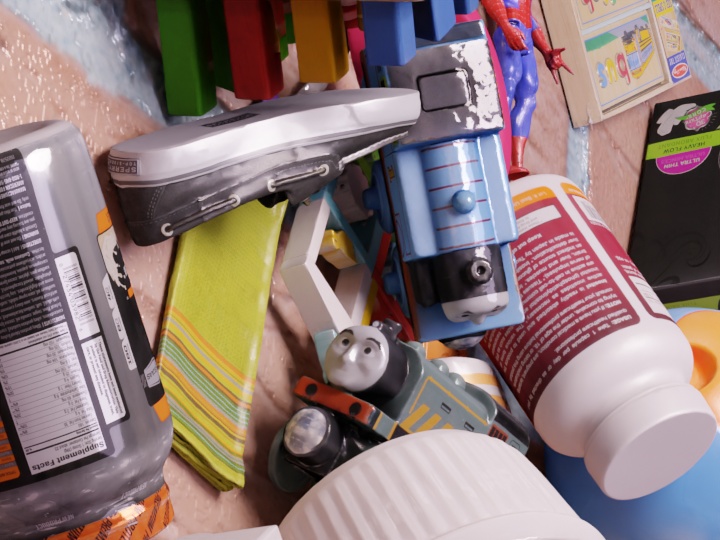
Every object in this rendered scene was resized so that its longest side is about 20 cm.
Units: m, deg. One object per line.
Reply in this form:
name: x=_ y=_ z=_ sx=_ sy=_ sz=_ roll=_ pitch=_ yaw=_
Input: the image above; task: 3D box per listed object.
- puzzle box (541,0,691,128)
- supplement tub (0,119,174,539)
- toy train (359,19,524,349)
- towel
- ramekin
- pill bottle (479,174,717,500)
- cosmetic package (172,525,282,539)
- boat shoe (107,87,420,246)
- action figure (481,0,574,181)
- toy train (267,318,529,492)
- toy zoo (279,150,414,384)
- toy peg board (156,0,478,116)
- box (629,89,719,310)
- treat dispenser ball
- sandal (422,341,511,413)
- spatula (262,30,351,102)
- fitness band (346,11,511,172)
puzzle box: x=0.194 y=-0.191 z=2.171 sx=0.200 sy=0.025 sz=0.134 roll=-29 pitch=105 yaw=-60
supplement tub: x=-0.163 y=0.038 z=1.350 sx=0.122 sy=0.122 sz=0.201 roll=-32 pitch=108 yaw=-60
toy train: x=0.048 y=-0.053 z=1.704 sx=0.114 sy=0.086 sz=0.201 roll=154 pitch=-74 yaw=-81
towel: x=-0.079 y=0.020 z=1.613 sx=0.086 sy=0.018 sz=0.201 roll=47 pitch=41 yaw=-45
ramekin: x=0.038 y=0.180 z=1.583 sx=0.200 sy=0.200 sz=0.105 roll=36 pitch=18 yaw=-51
pill bottle: x=0.140 y=0.044 z=1.816 sx=0.113 sy=0.113 sz=0.200 roll=28 pitch=25 yaw=-54
cosmetic package: x=-0.069 y=0.241 z=1.457 sx=0.085 sy=0.107 sz=0.201 roll=-42 pitch=115 yaw=-56
boat shoe: x=-0.052 y=-0.062 z=1.594 sx=0.199 sy=0.069 sz=0.057 roll=-15 pitch=105 yaw=-31
action figure: x=0.110 y=-0.154 z=1.989 sx=0.065 sy=0.051 sz=0.201 roll=21 pitch=60 yaw=-53
toy train: x=0.024 y=0.104 z=1.669 sx=0.200 sy=0.085 sz=0.114 roll=40 pitch=74 yaw=-52
toy zoo: x=0.000 y=0.000 z=1.738 sx=0.132 sy=0.020 sz=0.201 roll=58 pitch=29 yaw=-33
toy peg board: x=-0.015 y=-0.157 z=1.630 sx=0.200 sy=0.198 sz=0.098 roll=-45 pitch=134 yaw=-57
box: x=0.301 y=-0.031 z=2.173 sx=0.124 sy=0.148 sz=0.201 roll=53 pitch=38 yaw=-39
treat dispenser ball: x=0.224 y=0.126 z=1.927 sx=0.201 sy=0.200 sz=0.202 roll=30 pitch=54 yaw=-53
sandal: x=0.075 y=0.123 z=1.806 sx=0.079 sy=0.059 sz=0.208 roll=13 pitch=68 yaw=-59
spatula: x=-0.027 y=-0.119 z=1.754 sx=0.057 sy=0.020 sz=0.200 roll=62 pitch=32 yaw=-26
fitness band: x=0.046 y=-0.125 z=1.854 sx=0.200 sy=0.037 sz=0.145 roll=33 pitch=49 yaw=-59
